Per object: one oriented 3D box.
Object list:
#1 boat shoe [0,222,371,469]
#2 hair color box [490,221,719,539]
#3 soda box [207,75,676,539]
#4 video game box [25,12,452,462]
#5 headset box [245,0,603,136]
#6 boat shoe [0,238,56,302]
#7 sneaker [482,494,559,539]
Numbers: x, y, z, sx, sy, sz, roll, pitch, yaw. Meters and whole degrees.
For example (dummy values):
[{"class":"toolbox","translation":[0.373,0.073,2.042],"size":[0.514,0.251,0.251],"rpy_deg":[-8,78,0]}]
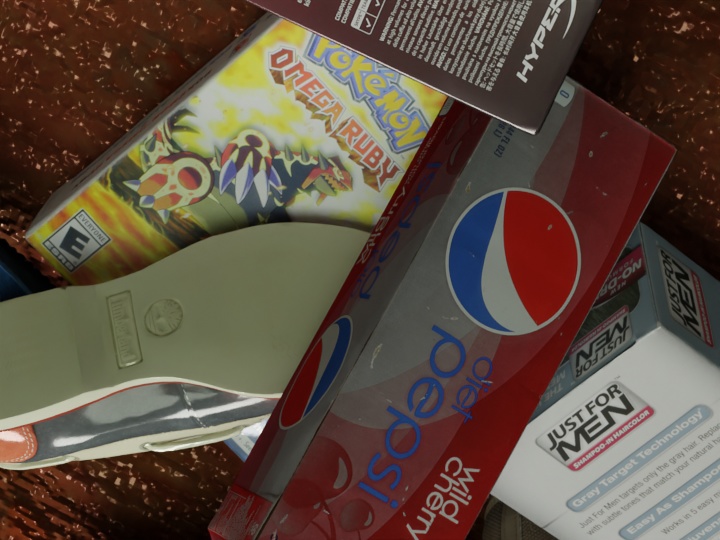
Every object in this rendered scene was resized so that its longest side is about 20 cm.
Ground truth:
[{"class":"boat shoe","translation":[-0.064,0.034,0.879],"size":[0.198,0.072,0.063],"rpy_deg":[-12,150,4]},{"class":"hair color box","translation":[0.140,0.078,0.874],"size":[0.200,0.061,0.099],"rpy_deg":[35,121,-27]},{"class":"soda box","translation":[0.027,0.026,0.811],"size":[0.070,0.063,0.201],"rpy_deg":[32,83,-16]},{"class":"video game box","translation":[0.000,0.000,0.909],"size":[0.182,0.047,0.200],"rpy_deg":[-38,103,25]},{"class":"headset box","translation":[-0.006,-0.144,0.773],"size":[0.199,0.149,0.075],"rpy_deg":[25,120,-1]},{"class":"boat shoe","translation":[-0.194,-0.028,0.931],"size":[0.200,0.069,0.084],"rpy_deg":[38,115,-6]},{"class":"sneaker","translation":[0.109,0.166,0.934],"size":[0.070,0.076,0.200],"rpy_deg":[-26,122,29]}]
